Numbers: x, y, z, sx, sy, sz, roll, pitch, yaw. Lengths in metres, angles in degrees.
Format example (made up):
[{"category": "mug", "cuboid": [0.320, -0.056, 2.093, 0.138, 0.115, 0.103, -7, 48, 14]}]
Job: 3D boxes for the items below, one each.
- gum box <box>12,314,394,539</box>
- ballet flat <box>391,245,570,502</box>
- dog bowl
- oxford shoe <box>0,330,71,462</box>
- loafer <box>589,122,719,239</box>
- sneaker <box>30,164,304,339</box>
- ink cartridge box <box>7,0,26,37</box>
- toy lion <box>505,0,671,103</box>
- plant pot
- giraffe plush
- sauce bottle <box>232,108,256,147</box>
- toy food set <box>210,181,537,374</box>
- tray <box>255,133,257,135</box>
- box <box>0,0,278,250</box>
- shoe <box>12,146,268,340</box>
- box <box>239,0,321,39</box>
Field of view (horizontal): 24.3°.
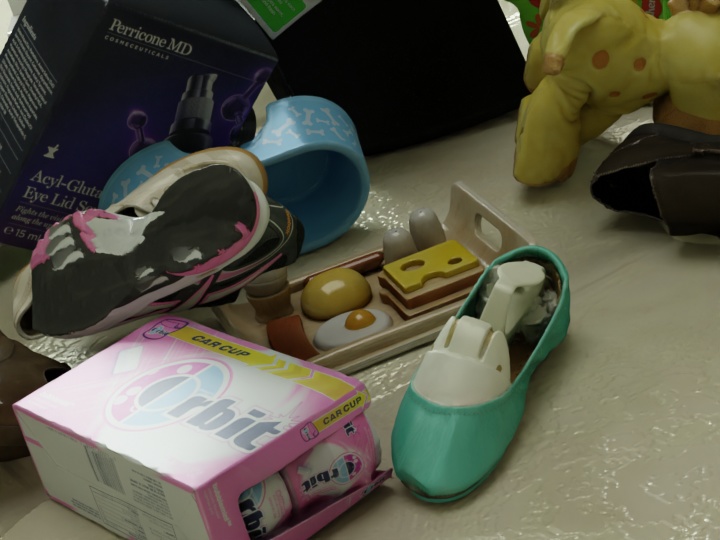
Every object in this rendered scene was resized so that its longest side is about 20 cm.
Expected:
[{"category": "gum box", "cuboid": [-0.087, 0.094, 0.913, 0.113, 0.066, 0.200, -32, 28, -31]}, {"category": "ballet flat", "cuboid": [0.067, 0.044, 0.923, 0.067, 0.071, 0.200, 11, 33, 20]}, {"category": "dog bowl", "cuboid": [-0.083, -0.048, 1.179, 0.200, 0.112, 0.050, -21, 42, -13]}, {"category": "oxford shoe", "cuboid": [-0.224, 0.077, 1.056, 0.084, 0.073, 0.200, 4, 16, -18]}, {"category": "loafer", "cuboid": [0.220, -0.045, 1.047, 0.071, 0.073, 0.200, -33, 21, -23]}, {"category": "sneaker", "cuboid": [-0.118, 0.002, 1.029, 0.200, 0.081, 0.086, -14, -24, 35]}, {"category": "ink cartridge box", "cuboid": [-0.221, -0.165, 1.392, 0.116, 0.200, 0.068, -16, 24, -1]}, {"category": "toy lion", "cuboid": [0.168, -0.241, 1.293, 0.191, 0.200, 0.069, 11, 34, 20]}, {"category": "plant pot", "cuboid": [0.003, -0.201, 1.375, 0.177, 0.200, 0.200, -32, 26, -6]}, {"category": "giraffe plush", "cuboid": [0.204, -0.146, 1.177, 0.162, 0.200, 0.173, 11, 59, 1]}, {"category": "sauce bottle", "cuboid": [-0.177, -0.112, 1.315, 0.200, 0.066, 0.066, -6, 15, -37]}, {"category": "toy food set", "cuboid": [0.000, 0.000, 1.076, 0.200, 0.061, 0.144, -21, 24, -11]}, {"category": "tray", "cuboid": [-0.152, -0.057, 1.339, 0.200, 0.022, 0.107, -21, 25, -14]}, {"category": "box", "cuboid": [-0.177, -0.113, 1.183, 0.148, 0.200, 0.104, 13, 28, -38]}, {"category": "shoe", "cuboid": [-0.147, -0.013, 1.102, 0.200, 0.070, 0.053, -32, 13, 13]}, {"category": "box", "cuboid": [-0.044, -0.290, 1.265, 0.176, 0.097, 0.200, -38, 26, 5]}]
